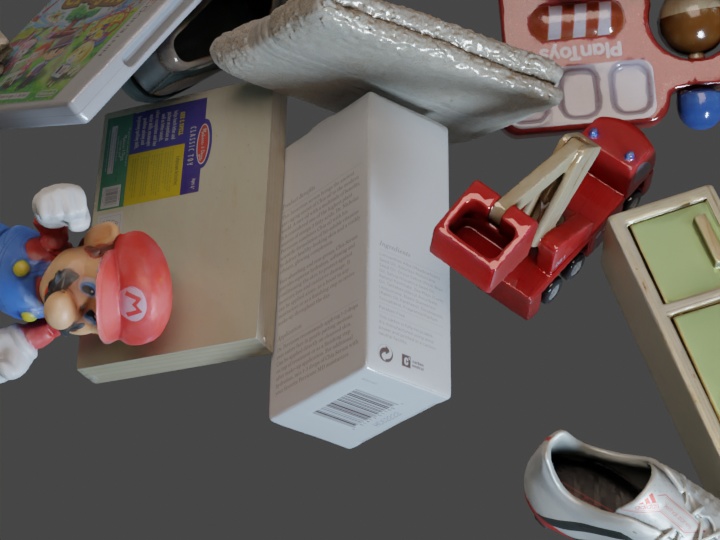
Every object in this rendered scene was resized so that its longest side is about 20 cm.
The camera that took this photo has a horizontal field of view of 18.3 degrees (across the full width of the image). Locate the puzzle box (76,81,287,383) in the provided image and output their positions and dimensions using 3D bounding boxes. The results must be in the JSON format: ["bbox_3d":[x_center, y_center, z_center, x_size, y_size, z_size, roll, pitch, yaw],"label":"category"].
[{"bbox_3d":[-0.115,-0.028,1.468,0.133,0.025,0.200,-10,59,23],"label":"puzzle box"}]

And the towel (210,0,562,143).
[{"bbox_3d":[0.020,-0.133,1.442,0.200,0.133,0.035,17,69,-31],"label":"towel"}]

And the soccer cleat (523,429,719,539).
[{"bbox_3d":[0.190,0.157,1.350,0.200,0.085,0.069,26,64,15],"label":"soccer cleat"}]

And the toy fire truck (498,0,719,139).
[{"bbox_3d":[0.188,-0.176,1.538,0.200,0.112,0.168,-4,85,0],"label":"toy fire truck"}]

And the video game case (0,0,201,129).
[{"bbox_3d":[-0.178,-0.164,1.501,0.182,0.022,0.200,-50,26,-22],"label":"video game case"}]

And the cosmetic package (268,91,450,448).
[{"bbox_3d":[0.000,0.000,1.424,0.071,0.101,0.200,22,55,-33],"label":"cosmetic package"}]

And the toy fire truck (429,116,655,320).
[{"bbox_3d":[0.122,-0.042,1.425,0.049,0.141,0.200,35,63,19],"label":"toy fire truck"}]

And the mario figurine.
[{"bbox_3d":[-0.210,0.007,1.405,0.200,0.123,0.106,9,65,29],"label":"mario figurine"}]

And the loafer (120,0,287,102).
[{"bbox_3d":[-0.081,-0.175,1.527,0.200,0.063,0.072,-40,105,-36],"label":"loafer"}]

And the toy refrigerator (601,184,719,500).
[{"bbox_3d":[0.226,0.049,1.419,0.076,0.070,0.200,-17,61,-8],"label":"toy refrigerator"}]

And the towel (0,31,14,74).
[{"bbox_3d":[-0.343,-0.127,1.530,0.200,0.034,0.133,-32,42,-13],"label":"towel"}]
